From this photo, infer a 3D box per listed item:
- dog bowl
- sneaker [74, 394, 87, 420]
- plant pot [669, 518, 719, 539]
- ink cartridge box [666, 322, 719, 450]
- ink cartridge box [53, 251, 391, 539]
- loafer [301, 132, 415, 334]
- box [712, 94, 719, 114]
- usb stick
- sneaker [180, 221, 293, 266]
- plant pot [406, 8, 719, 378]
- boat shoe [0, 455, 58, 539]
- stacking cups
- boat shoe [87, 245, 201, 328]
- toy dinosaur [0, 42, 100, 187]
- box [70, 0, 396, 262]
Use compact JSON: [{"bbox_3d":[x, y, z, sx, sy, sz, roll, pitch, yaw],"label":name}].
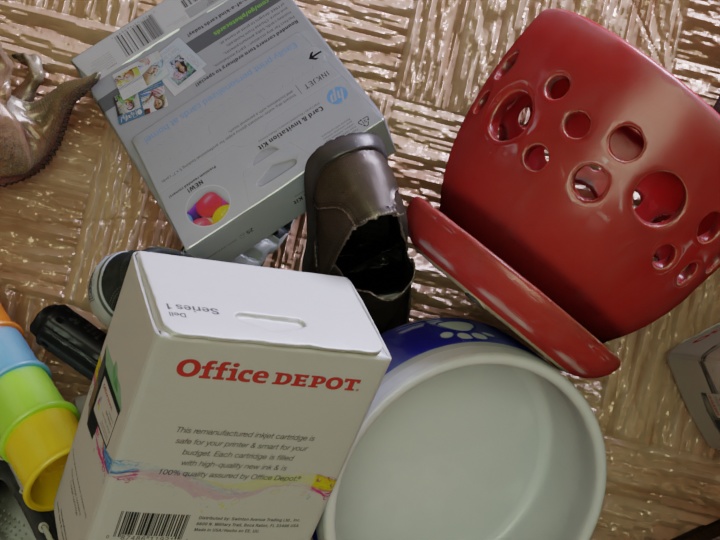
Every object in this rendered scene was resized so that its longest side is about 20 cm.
[{"bbox_3d":[0.059,0.136,0.925,0.198,0.079,0.202,-6,109,-17],"label":"dog bowl"},{"bbox_3d":[-0.121,0.167,0.964,0.114,0.074,0.202,-18,94,-7],"label":"sneaker"},{"bbox_3d":[0.262,0.256,0.875,0.198,0.200,0.200,-23,79,-4],"label":"plant pot"},{"bbox_3d":[0.305,0.062,0.920,0.145,0.200,0.085,-26,92,-4],"label":"ink cartridge box"},{"bbox_3d":[-0.088,0.097,0.837,0.143,0.084,0.201,7,123,-26],"label":"ink cartridge box"},{"bbox_3d":[0.000,0.000,0.920,0.072,0.201,0.071,-20,54,-6],"label":"loafer"},{"bbox_3d":[0.355,-0.135,0.924,0.165,0.200,0.165,32,70,1],"label":"box"},{"bbox_3d":[-0.142,0.089,0.973,0.199,0.055,0.033,35,96,1],"label":"usb stick"},{"bbox_3d":[-0.103,-0.007,0.976,0.066,0.090,0.202,31,60,-26],"label":"sneaker"},{"bbox_3d":[0.144,-0.042,0.930,0.200,0.200,0.183,38,93,1],"label":"plant pot"},{"bbox_3d":[-0.243,0.154,0.932,0.200,0.060,0.074,45,116,21],"label":"boat shoe"},{"bbox_3d":[-0.243,0.069,0.932,0.060,0.061,0.200,-40,60,-4],"label":"stacking cups"},{"bbox_3d":[-0.076,0.036,0.887,0.199,0.056,0.069,21,65,-33],"label":"boat shoe"},{"bbox_3d":[-0.273,-0.085,0.970,0.198,0.086,0.137,-8,86,-7],"label":"toy dinosaur"},{"bbox_3d":[-0.090,-0.114,0.952,0.155,0.041,0.201,-33,56,-4],"label":"box"}]
